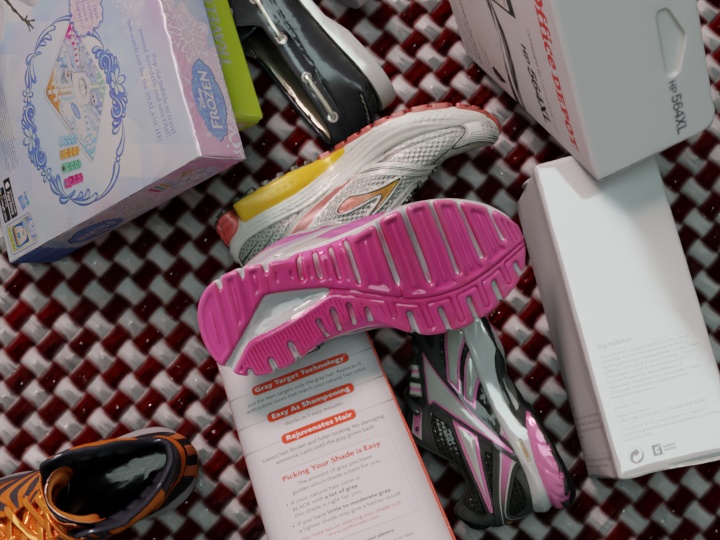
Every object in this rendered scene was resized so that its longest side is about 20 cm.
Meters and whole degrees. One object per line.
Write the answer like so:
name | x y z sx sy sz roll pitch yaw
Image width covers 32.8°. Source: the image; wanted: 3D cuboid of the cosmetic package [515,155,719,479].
cosmetic package | 0.165 0.028 0.784 0.081 0.113 0.200 -12 82 -1

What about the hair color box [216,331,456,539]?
hair color box | -0.014 0.122 0.740 0.101 0.061 0.200 -20 45 -3

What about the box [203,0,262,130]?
box | -0.147 -0.171 0.823 0.122 0.048 0.200 -23 79 34

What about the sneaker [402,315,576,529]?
sneaker | 0.058 0.077 0.795 0.086 0.080 0.200 -28 75 6

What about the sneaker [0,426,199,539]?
sneaker | -0.200 0.150 0.762 0.200 0.112 0.078 -29 81 -5

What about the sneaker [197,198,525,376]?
sneaker | 0.000 0.000 0.748 0.200 0.088 0.082 -12 102 -1

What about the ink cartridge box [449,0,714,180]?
ink cartridge box | 0.121 -0.170 0.752 0.084 0.146 0.200 -26 37 -4

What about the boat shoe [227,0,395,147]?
boat shoe | -0.065 -0.170 0.836 0.200 0.076 0.060 44 77 8

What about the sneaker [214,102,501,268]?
sneaker | 0.007 -0.047 0.821 0.200 0.078 0.082 -29 85 5

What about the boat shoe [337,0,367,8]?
boat shoe | -0.051 -0.270 0.859 0.070 0.071 0.200 -44 76 -4

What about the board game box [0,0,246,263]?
board game box | -0.177 -0.129 0.788 0.199 0.043 0.200 -23 79 39
